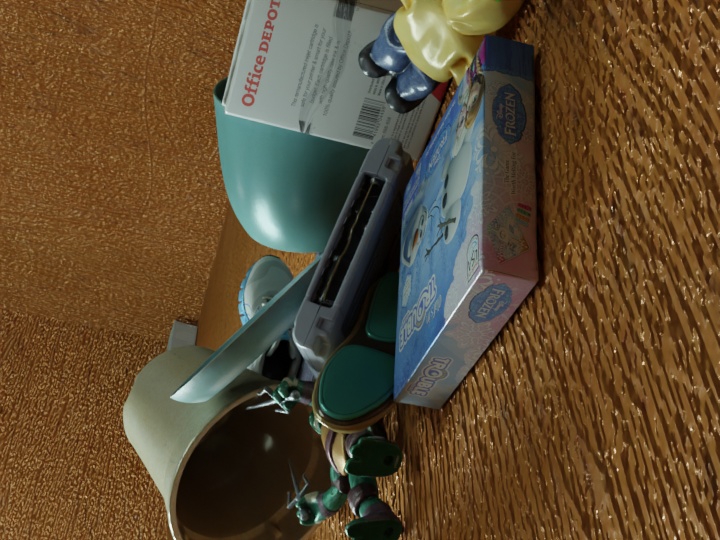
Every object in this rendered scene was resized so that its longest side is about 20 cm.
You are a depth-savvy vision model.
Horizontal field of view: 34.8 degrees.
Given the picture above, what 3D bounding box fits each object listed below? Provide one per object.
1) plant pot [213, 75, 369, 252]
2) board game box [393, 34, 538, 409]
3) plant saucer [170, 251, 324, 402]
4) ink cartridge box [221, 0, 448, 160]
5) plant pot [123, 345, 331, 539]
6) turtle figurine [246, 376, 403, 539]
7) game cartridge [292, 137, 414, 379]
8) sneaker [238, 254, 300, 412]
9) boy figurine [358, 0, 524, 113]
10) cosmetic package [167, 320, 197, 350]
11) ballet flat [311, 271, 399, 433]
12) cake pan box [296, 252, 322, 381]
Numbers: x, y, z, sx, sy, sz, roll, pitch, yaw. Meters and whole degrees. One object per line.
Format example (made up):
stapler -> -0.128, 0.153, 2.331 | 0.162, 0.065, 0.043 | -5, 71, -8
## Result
plant pot -> -0.061, -0.117, 1.257 | 0.201, 0.198, 0.162 | -102, 13, -64
board game box -> 0.074, -0.031, 0.846 | 0.200, 0.043, 0.201 | 117, 160, -55
plant saucer -> -0.089, 0.054, 1.035 | 0.200, 0.027, 0.200 | -42, 2, 2
ink cartridge box -> -0.019, -0.204, 1.084 | 0.084, 0.198, 0.145 | -93, 19, -52
plant pot -> -0.143, 0.171, 1.162 | 0.183, 0.199, 0.202 | 30, 110, 49
turtle figurine -> -0.022, 0.151, 0.984 | 0.200, 0.100, 0.151 | 33, 144, 64
game cartridge -> 0.000, 0.000, 1.010 | 0.133, 0.041, 0.201 | 64, -135, -62
sneaker -> -0.092, 0.071, 1.284 | 0.087, 0.074, 0.202 | 134, 138, -59
boy figurine -> 0.064, -0.201, 0.931 | 0.064, 0.125, 0.200 | -40, 3, -27
cosmetic package -> -0.581, 0.272, 3.695 | 0.201, 0.089, 0.107 | -88, 17, -53
ballet flat -> 0.012, 0.079, 0.934 | 0.200, 0.068, 0.063 | -58, -17, -51
cake pan box -> -0.042, 0.098, 1.277 | 0.184, 0.052, 0.202 | -114, 37, -75
